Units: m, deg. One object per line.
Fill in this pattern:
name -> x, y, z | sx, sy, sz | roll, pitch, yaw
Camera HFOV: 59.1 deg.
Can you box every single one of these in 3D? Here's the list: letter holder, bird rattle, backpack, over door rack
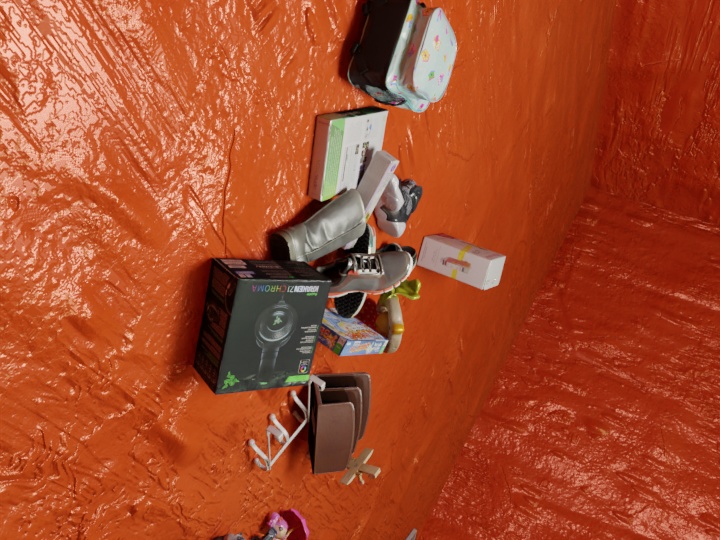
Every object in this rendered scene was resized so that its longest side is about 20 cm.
letter holder -> -0.039, 0.337, 1.405 | 0.101, 0.139, 0.203 | -110, -158, -58
bird rattle -> 0.051, 0.103, 1.400 | 0.201, 0.111, 0.165 | 120, -30, -46
backpack -> 0.085, -0.378, 1.130 | 0.200, 0.151, 0.179 | 9, 97, -71
over door rack -> -0.150, 0.295, 1.254 | 0.148, 0.066, 0.201 | -48, 168, -37

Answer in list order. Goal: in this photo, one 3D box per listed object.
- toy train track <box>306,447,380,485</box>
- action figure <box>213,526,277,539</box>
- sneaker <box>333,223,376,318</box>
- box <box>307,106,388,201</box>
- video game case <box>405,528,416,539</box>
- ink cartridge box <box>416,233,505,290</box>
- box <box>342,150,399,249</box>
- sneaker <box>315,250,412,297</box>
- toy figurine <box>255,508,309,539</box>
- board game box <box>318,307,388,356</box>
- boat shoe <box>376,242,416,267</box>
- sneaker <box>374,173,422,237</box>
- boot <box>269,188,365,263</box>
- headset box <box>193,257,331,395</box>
toy train track -> -0.040, 0.449, 1.457 | 0.115, 0.197, 0.033 | -40, 125, -45
action figure -> -0.260, 0.529, 1.202 | 0.200, 0.105, 0.193 | -43, 160, 5
sneaker -> 0.000, -0.001, 1.320 | 0.093, 0.069, 0.204 | 5, 94, -68
box -> -0.021, -0.219, 1.171 | 0.199, 0.036, 0.147 | -30, 135, -55
video game case -> 0.186, 1.221, 2.712 | 0.142, 0.017, 0.203 | -30, 134, -53
ink cartridge box -> 0.274, -0.027, 1.710 | 0.145, 0.198, 0.085 | -12, 121, -60
box -> 0.007, -0.133, 1.223 | 0.039, 0.041, 0.202 | -20, 142, -60
sneaker -> 0.003, 0.001, 1.215 | 0.082, 0.197, 0.078 | 63, 12, -63
toy figurine -> -0.192, 0.619, 1.417 | 0.201, 0.148, 0.186 | 52, 46, -34
board game box -> -0.040, 0.121, 1.276 | 0.035, 0.134, 0.199 | -62, 156, 8
boat shoe -> 0.080, -0.029, 1.473 | 0.199, 0.071, 0.069 | -23, 133, -54
sneaker -> 0.079, -0.168, 1.368 | 0.115, 0.075, 0.201 | -57, 158, -24
boot -> -0.072, -0.036, 1.154 | 0.199, 0.072, 0.184 | -36, 141, -44
headset box -> -0.158, 0.092, 1.008 | 0.172, 0.092, 0.203 | 3, 109, -39
